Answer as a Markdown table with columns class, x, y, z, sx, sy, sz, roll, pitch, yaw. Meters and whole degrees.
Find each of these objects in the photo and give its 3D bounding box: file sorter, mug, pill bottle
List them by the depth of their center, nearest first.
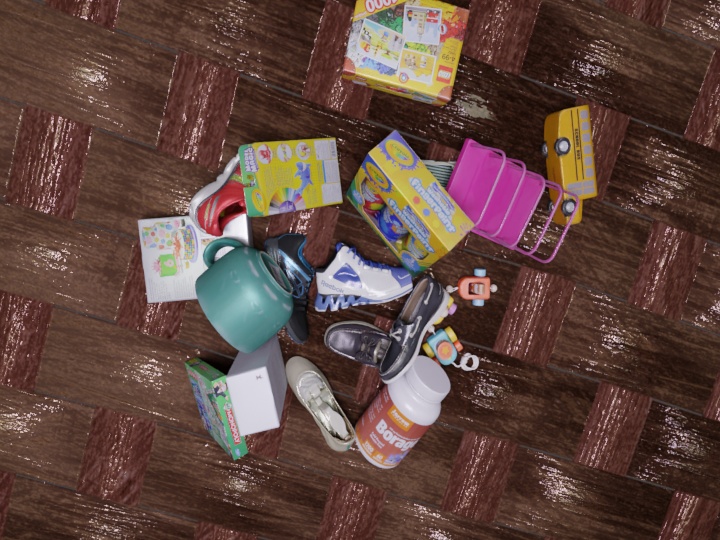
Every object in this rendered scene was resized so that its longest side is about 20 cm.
| class | x | y | z | sx | sy | sz | roll | pitch | yaw |
| --- | --- | --- | --- | --- | --- | --- | --- | --- | --- |
| mug | -0.190 | 0.025 | 0.869 | 0.113 | 0.152 | 0.187 | -36 | 99 | 6 |
| file sorter | 0.260 | -0.116 | 0.921 | 0.195 | 0.125 | 0.143 | 19 | 101 | -28 |
| pill bottle | 0.078 | 0.259 | 0.972 | 0.110 | 0.113 | 0.203 | 29 | 117 | -7 |

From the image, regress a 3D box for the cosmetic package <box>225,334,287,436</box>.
| class | x | y | z | sx | sy | sz | roll | pitch | yaw |
| --- | --- | --- | --- | --- | --- | --- | --- | --- | --- |
| cosmetic package | -0.177 | 0.193 | 0.929 | 0.069 | 0.200 | 0.105 | -13 | 99 | -2 |

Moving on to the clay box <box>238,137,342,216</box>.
| class | x | y | z | sx | sy | sz | roll | pitch | yaw |
| --- | --- | --- | --- | --- | --- | --- | --- | --- | --- |
| clay box | -0.124 | -0.161 | 0.908 | 0.195 | 0.047 | 0.120 | -14 | 102 | -38 |

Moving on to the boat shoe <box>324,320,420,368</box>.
| class | x | y | z | sx | sy | sz | roll | pitch | yaw |
| --- | --- | --- | --- | --- | --- | --- | --- | --- | --- |
| boat shoe | 0.026 | 0.147 | 1.006 | 0.193 | 0.065 | 0.075 | 17 | 95 | -7 |

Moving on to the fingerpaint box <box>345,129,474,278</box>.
| class | x | y | z | sx | sy | sz | roll | pitch | yaw |
| --- | --- | --- | --- | --- | --- | --- | --- | --- | --- |
| fingerpaint box | 0.075 | -0.104 | 0.900 | 0.073 | 0.167 | 0.201 | -39 | 89 | -22 |

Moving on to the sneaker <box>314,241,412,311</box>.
| class | x | y | z | sx | sy | sz | roll | pitch | yaw |
| --- | --- | --- | --- | --- | --- | --- | --- | --- | --- |
| sneaker | -0.001 | 0.000 | 0.975 | 0.191 | 0.081 | 0.120 | -11 | 101 | -1 |

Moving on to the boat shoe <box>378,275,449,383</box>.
| class | x | y | z | sx | sy | sz | roll | pitch | yaw |
| --- | --- | --- | --- | --- | --- | --- | --- | --- | --- |
| boat shoe | 0.085 | 0.103 | 0.943 | 0.060 | 0.073 | 0.203 | 39 | 83 | -27 |

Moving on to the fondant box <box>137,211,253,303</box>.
| class | x | y | z | sx | sy | sz | roll | pitch | yaw |
| --- | --- | --- | --- | --- | --- | --- | --- | --- | --- |
| fondant box | -0.293 | -0.026 | 0.962 | 0.192 | 0.058 | 0.151 | -5 | 98 | -5 |

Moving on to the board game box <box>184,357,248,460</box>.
| class | x | y | z | sx | sy | sz | roll | pitch | yaw |
| --- | --- | --- | --- | --- | --- | --- | --- | --- | --- |
| board game box | -0.260 | 0.238 | 0.936 | 0.028 | 0.198 | 0.140 | -18 | 100 | -29 |

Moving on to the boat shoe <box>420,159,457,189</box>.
| class | x | y | z | sx | sy | sz | roll | pitch | yaw |
| --- | --- | --- | --- | --- | --- | --- | --- | --- | --- |
| boat shoe | 0.170 | -0.166 | 0.972 | 0.192 | 0.062 | 0.075 | 4 | 98 | -6 |

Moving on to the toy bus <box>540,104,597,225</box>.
| class | x | y | z | sx | sy | sz | roll | pitch | yaw |
| --- | --- | --- | --- | --- | --- | --- | --- | --- | --- |
| toy bus | 0.390 | -0.193 | 0.984 | 0.075 | 0.065 | 0.208 | -11 | 99 | -5 |

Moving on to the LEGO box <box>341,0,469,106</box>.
| class | x | y | z | sx | sy | sz | roll | pitch | yaw |
| --- | --- | --- | --- | --- | --- | --- | --- | --- | --- |
| LEGO box | 0.075 | -0.394 | 0.925 | 0.192 | 0.077 | 0.155 | 12 | 97 | -6 |

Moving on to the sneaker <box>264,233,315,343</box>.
| class | x | y | z | sx | sy | sz | roll | pitch | yaw |
| --- | --- | --- | --- | --- | --- | --- | --- | --- | --- |
| sneaker | -0.118 | 0.033 | 0.975 | 0.079 | 0.073 | 0.208 | -13 | 99 | -1 |

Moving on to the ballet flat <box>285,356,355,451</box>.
| class | x | y | z | sx | sy | sz | roll | pitch | yaw |
| --- | --- | --- | --- | --- | --- | --- | --- | --- | --- |
| ballet flat | -0.073 | 0.246 | 0.991 | 0.069 | 0.069 | 0.203 | -36 | 85 | 2 |

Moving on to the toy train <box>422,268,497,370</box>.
| class | x | y | z | sx | sy | sz | roll | pitch | yaw |
| --- | --- | --- | --- | --- | --- | --- | --- | --- | --- |
| toy train | 0.192 | 0.099 | 1.016 | 0.144 | 0.056 | 0.209 | 4 | 98 | -4 |

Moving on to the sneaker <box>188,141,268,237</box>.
| class | x | y | z | sx | sy | sz | roll | pitch | yaw |
| --- | --- | --- | --- | --- | --- | --- | --- | --- | --- |
| sneaker | -0.204 | -0.135 | 0.916 | 0.084 | 0.078 | 0.201 | 35 | 72 | 15 |
